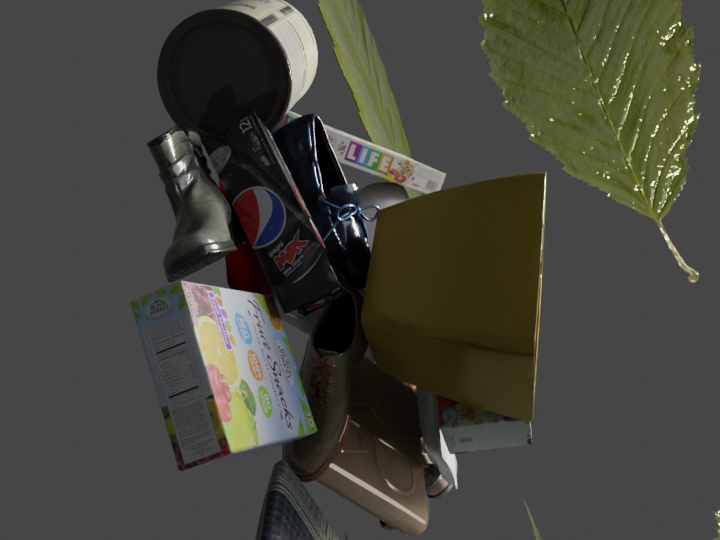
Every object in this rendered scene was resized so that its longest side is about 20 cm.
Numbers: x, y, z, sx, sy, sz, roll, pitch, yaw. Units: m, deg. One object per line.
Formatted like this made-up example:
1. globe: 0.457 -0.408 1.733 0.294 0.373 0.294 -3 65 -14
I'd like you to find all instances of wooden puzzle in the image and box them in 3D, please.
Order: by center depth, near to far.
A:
1. wooden puzzle: -0.002 0.189 1.029 0.185 0.046 0.201 37 33 -25

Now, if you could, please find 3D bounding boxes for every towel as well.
1. towel: -0.045 0.306 0.823 0.201 0.034 0.193 61 13 -21

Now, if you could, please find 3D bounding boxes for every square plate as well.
1. square plate: 0.094 0.165 1.146 0.198 0.028 0.201 66 17 -63

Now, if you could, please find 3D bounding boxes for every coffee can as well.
1. coffee can: -0.134 -0.235 1.028 0.200 0.146 0.147 -74 140 -68

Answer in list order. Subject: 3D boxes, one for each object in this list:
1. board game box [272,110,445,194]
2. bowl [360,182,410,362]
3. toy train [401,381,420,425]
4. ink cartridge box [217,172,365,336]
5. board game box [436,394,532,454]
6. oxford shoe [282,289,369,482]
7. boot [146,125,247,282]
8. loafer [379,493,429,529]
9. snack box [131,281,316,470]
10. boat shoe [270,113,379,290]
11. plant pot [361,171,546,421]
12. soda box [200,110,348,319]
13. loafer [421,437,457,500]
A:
1. board game box: -0.005 -0.154 1.152 0.199 0.034 0.134 17 10 -28
2. bowl: 0.000 0.000 1.156 0.074 0.200 0.201 11 41 -27
3. toy train: 0.057 0.186 1.277 0.114 0.085 0.200 58 14 -1
4. ink cartridge box: -0.073 -0.040 1.027 0.175 0.084 0.201 33 34 -44
5. board game box: 0.141 0.104 1.072 0.105 0.102 0.201 67 17 -61
6. oxford shoe: -0.042 0.113 0.910 0.075 0.070 0.201 70 31 -63
7. boot: -0.169 -0.069 0.841 0.131 0.067 0.200 63 6 -9
8. loafer: 0.029 0.229 1.135 0.072 0.063 0.201 -43 -118 56
9. snack box: -0.113 0.090 0.788 0.200 0.053 0.143 19 52 -73
10. boat shoe: -0.033 -0.076 0.960 0.201 0.068 0.084 60 26 1
11. plant pot: 0.103 0.028 0.947 0.200 0.175 0.201 70 26 -60
12. soda box: -0.086 -0.055 0.899 0.201 0.063 0.071 63 3 11
13. loafer: 0.098 0.270 1.351 0.063 0.072 0.200 46 14 -15
